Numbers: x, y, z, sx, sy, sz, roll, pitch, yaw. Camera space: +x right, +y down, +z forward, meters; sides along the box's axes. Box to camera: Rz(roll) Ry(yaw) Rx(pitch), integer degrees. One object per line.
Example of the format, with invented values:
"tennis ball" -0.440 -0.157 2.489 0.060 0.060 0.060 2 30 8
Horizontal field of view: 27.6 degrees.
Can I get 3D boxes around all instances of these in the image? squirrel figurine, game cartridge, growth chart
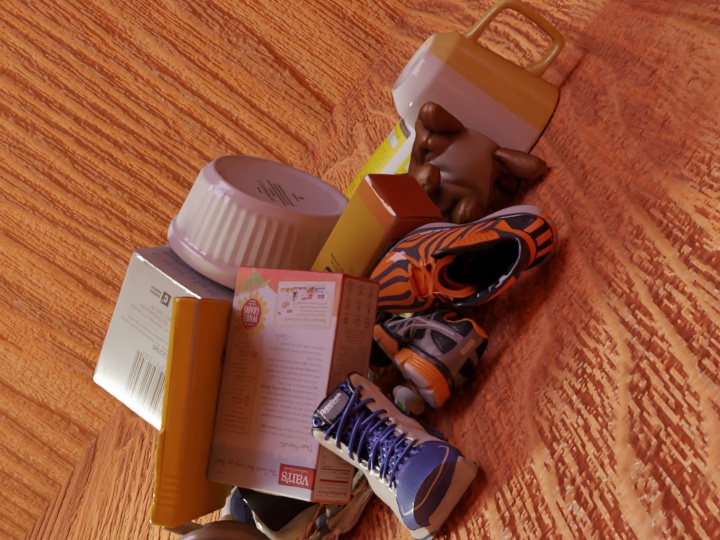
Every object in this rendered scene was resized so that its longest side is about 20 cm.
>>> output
"squirrel figurine" 0.074 -0.058 1.556 0.187 0.141 0.200 -64 11 -7
"game cartridge" -0.145 0.126 1.351 0.176 0.032 0.201 15 -97 -78
"growth chart" 0.000 0.193 1.381 0.200 0.018 0.145 -57 7 -10

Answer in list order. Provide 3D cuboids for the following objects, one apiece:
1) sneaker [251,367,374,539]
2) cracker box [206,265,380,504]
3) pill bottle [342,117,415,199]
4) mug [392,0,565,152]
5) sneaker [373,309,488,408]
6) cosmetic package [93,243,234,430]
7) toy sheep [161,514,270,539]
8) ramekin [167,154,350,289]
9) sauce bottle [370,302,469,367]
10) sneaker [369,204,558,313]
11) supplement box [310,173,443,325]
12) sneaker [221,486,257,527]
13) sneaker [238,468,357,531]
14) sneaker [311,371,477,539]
"sneaker" -0.044 0.172 1.442 0.200 0.070 0.093 -62 9 -21
"cracker box" -0.061 0.101 1.318 0.134 0.058 0.201 4 83 41
"pill bottle" 0.046 -0.095 1.817 0.200 0.109 0.109 -50 12 23
"mug" 0.129 -0.206 1.675 0.187 0.153 0.149 -59 11 -21
"sneaker" 0.067 0.072 1.348 0.077 0.078 0.200 -42 14 -3
"cosmetic package" -0.148 0.074 1.590 0.200 0.167 0.167 -13 -51 -56
"toy sheep" -0.132 0.293 1.353 0.138 0.138 0.200 -49 21 30
"ramekin" -0.096 -0.049 1.559 0.202 0.202 0.095 -86 16 -70
"sauce bottle" 0.068 0.034 1.462 0.200 0.065 0.065 -48 13 44
"sneaker" 0.072 -0.002 1.311 0.200 0.078 0.112 -24 4 33
"supplement box" 0.000 0.000 1.447 0.067 0.069 0.200 55 128 32
"sneaker" -0.070 0.199 1.516 0.146 0.077 0.202 -53 10 27
"sneaker" -0.086 0.144 1.406 0.106 0.075 0.200 -40 50 20
"sneaker" 0.016 0.147 1.196 0.081 0.115 0.199 -56 11 0
